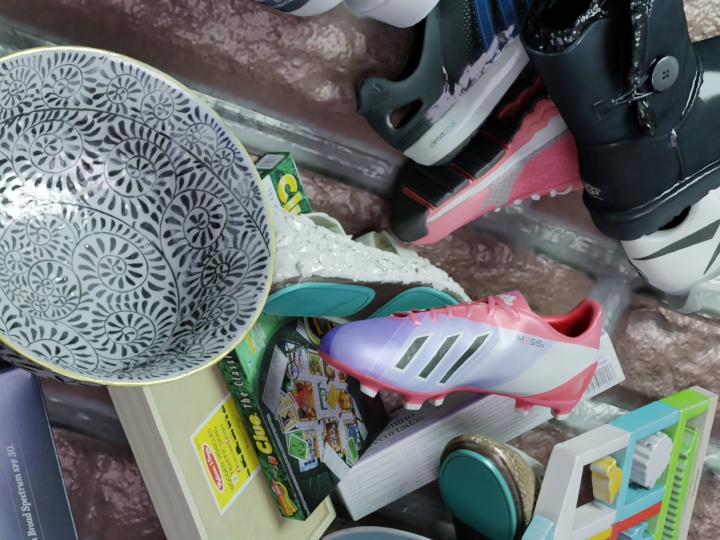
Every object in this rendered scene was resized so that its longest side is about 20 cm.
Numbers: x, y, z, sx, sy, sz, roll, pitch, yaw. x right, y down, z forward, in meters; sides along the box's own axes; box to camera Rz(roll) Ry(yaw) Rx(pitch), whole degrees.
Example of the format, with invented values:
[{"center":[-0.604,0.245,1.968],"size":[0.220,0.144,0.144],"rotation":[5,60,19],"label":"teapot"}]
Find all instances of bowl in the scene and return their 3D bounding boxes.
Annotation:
[{"center":[-0.155,-0.012,1.180],"size":[0.200,0.201,0.094],"rotation":[12,150,-23],"label":"bowl"}]

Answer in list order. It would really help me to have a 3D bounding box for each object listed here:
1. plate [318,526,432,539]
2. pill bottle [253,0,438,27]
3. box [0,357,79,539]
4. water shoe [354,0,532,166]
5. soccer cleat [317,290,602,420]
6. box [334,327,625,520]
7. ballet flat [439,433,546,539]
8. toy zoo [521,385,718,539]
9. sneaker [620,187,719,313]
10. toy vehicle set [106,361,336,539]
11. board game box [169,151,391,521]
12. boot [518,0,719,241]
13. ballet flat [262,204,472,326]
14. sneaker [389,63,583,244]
[{"center":[0.053,0.228,1.389],"size":[0.026,0.200,0.200],"rotation":[-53,127,-39],"label":"plate"},{"center":[-0.048,-0.206,1.183],"size":[0.200,0.120,0.120],"rotation":[19,105,-24],"label":"pill bottle"},{"center":[-0.269,0.140,1.256],"size":[0.198,0.123,0.200],"rotation":[-15,116,-10],"label":"box"},{"center":[0.073,-0.157,1.269],"size":[0.079,0.072,0.200],"rotation":[35,87,-8],"label":"water shoe"},{"center":[0.062,0.042,1.304],"size":[0.200,0.067,0.077],"rotation":[10,105,-35],"label":"soccer cleat"},{"center":[0.072,0.092,1.395],"size":[0.200,0.039,0.041],"rotation":[-28,117,-6],"label":"box"},{"center":[0.092,0.155,1.397],"size":[0.065,0.070,0.200],"rotation":[-44,150,-29],"label":"ballet flat"},{"center":[0.159,0.157,1.403],"size":[0.200,0.020,0.131],"rotation":[-17,123,-48],"label":"toy zoo"},{"center":[0.243,-0.069,1.363],"size":[0.200,0.074,0.088],"rotation":[-47,120,4],"label":"sneaker"},{"center":[-0.082,0.102,1.304],"size":[0.124,0.026,0.200],"rotation":[-47,127,-48],"label":"toy vehicle set"},{"center":[-0.044,0.040,1.312],"size":[0.105,0.023,0.200],"rotation":[-44,125,-39],"label":"board game box"},{"center":[0.190,-0.132,1.255],"size":[0.200,0.076,0.168],"rotation":[-37,134,-14],"label":"boot"},{"center":[0.000,0.000,1.302],"size":[0.200,0.072,0.072],"rotation":[18,107,-54],"label":"ballet flat"},{"center":[0.111,-0.069,1.320],"size":[0.200,0.074,0.087],"rotation":[-38,120,0],"label":"sneaker"}]
